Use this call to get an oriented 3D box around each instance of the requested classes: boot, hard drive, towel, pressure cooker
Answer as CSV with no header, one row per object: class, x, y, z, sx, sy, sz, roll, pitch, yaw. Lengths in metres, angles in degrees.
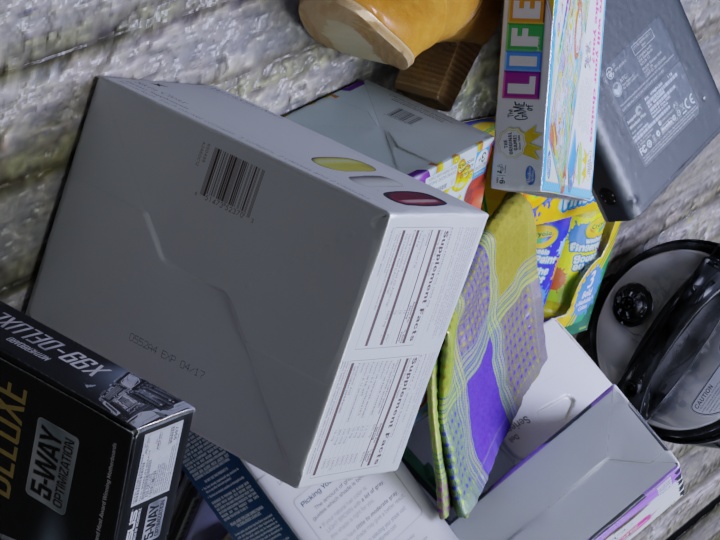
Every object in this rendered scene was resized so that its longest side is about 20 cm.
boot,0.036,-0.192,1.419,0.201,0.070,0.145,28,80,-63
hard drive,0.180,-0.156,1.622,0.140,0.033,0.201,-43,116,-35
towel,0.082,0.050,1.463,0.200,0.023,0.144,-53,143,-57
pressure cooker,0.287,0.065,1.947,0.200,0.178,0.177,15,69,-62

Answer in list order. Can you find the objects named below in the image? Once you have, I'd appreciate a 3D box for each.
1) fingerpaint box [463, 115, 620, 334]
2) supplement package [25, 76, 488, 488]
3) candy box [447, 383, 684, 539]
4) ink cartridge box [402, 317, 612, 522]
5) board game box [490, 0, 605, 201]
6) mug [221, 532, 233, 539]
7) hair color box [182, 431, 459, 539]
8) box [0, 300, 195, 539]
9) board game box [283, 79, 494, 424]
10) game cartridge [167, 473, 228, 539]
fingerpaint box,0.117,-0.027,1.676,0.200,0.073,0.168,-14,125,-56
supplement package,-0.059,0.002,1.255,0.111,0.199,0.156,-2,114,-60
candy box,0.134,0.167,1.558,0.168,0.072,0.200,-40,167,1
ink cartridge box,0.072,0.137,1.636,0.146,0.084,0.200,-24,159,-49
board game box,0.125,-0.148,1.488,0.134,0.034,0.201,4,90,-71
mug,-0.058,0.249,1.470,0.186,0.149,0.154,-31,131,-56
hair color box,-0.039,0.121,1.405,0.100,0.200,0.060,-38,-177,-40
box,-0.172,0.127,1.146,0.050,0.157,0.201,-20,130,-53
board game box,0.000,0.000,1.461,0.103,0.105,0.201,-29,136,-48
game cartridge,-0.095,0.193,1.537,0.129,0.038,0.201,15,100,-58
